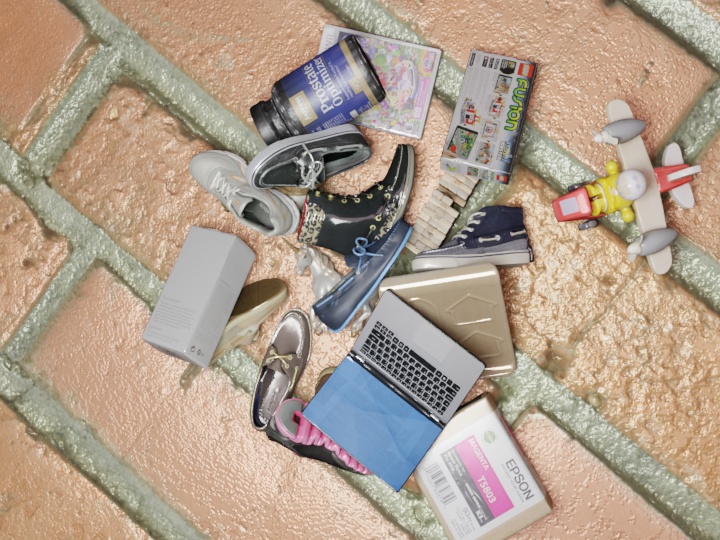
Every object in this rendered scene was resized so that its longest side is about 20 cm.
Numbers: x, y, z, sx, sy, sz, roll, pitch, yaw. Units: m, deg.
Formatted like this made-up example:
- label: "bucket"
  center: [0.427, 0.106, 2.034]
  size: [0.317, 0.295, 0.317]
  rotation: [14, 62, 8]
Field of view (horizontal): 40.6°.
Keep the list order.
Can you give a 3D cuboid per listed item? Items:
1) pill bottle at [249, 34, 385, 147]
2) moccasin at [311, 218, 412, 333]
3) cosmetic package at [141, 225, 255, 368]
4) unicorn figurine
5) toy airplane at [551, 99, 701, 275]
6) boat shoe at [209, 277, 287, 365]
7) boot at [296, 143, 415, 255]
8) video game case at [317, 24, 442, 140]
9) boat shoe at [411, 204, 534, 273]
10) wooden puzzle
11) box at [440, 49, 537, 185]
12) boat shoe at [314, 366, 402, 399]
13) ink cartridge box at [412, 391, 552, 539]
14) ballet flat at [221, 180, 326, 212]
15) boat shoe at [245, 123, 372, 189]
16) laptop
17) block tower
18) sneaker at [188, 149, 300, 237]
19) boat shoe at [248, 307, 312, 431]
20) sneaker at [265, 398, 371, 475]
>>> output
- label: "pill bottle"
  center: [-0.068, -0.266, 1.511]
  size: [0.198, 0.112, 0.113]
  rotation: [-30, 85, 8]
- label: "moccasin"
  center: [0.000, 0.000, 1.467]
  size: [0.068, 0.080, 0.201]
  rotation: [37, 92, 0]
- label: "cosmetic package"
  center: [-0.253, 0.040, 1.536]
  size: [0.100, 0.074, 0.203]
  rotation: [14, 72, 32]
- label: "unicorn figurine"
  center: [-0.039, 0.035, 1.547]
  size: [0.195, 0.074, 0.141]
  rotation: [8, 82, -5]
- label: "toy airplane"
  center: [0.406, -0.122, 1.432]
  size: [0.198, 0.141, 0.202]
  rotation: [30, 94, 9]
- label: "boat shoe"
  center: [-0.194, 0.085, 1.574]
  size: [0.198, 0.073, 0.065]
  rotation: [-34, 124, 7]
- label: "boot"
  center: [-0.005, -0.113, 1.517]
  size: [0.151, 0.073, 0.208]
  rotation: [16, 96, -9]
- label: "video game case"
  center: [0.020, -0.302, 1.562]
  size: [0.196, 0.018, 0.146]
  rotation: [14, 92, 10]
- label: "boat shoe"
  center: [0.167, -0.048, 1.488]
  size: [0.196, 0.075, 0.095]
  rotation: [-4, 83, -19]
- label: "wooden puzzle"
  center: [0.135, 0.081, 1.493]
  size: [0.181, 0.047, 0.203]
  rotation: [-9, 122, 11]
- label: "box"
  center: [0.196, -0.236, 1.483]
  size: [0.108, 0.035, 0.203]
  rotation: [14, 68, 9]
- label: "boat shoe"
  center: [0.023, 0.197, 1.519]
  size: [0.196, 0.068, 0.073]
  rotation: [2, 117, 12]
- label: "ink cartridge box"
  center: [0.177, 0.316, 1.499]
  size: [0.163, 0.075, 0.202]
  rotation: [-32, 83, 9]
- label: "ballet flat"
  center: [-0.138, -0.122, 1.564]
  size: [0.196, 0.068, 0.074]
  rotation: [-4, 96, 12]
- label: "boat shoe"
  center: [-0.076, -0.159, 1.477]
  size: [0.196, 0.074, 0.068]
  rotation: [-18, 51, -22]
- label: "laptop"
  center: [0.048, 0.174, 1.428]
  size: [0.186, 0.116, 0.202]
  rotation: [36, 122, 10]
- label: "block tower"
  center: [0.139, -0.112, 1.521]
  size: [0.053, 0.058, 0.202]
  rotation: [31, 93, 8]
- label: "sneaker"
  center: [-0.187, -0.120, 1.500]
  size: [0.198, 0.092, 0.077]
  rotation: [32, 108, 8]
- label: "boat shoe"
  center: [-0.129, 0.160, 1.559]
  size: [0.071, 0.059, 0.204]
  rotation: [19, 92, 9]
- label: "sneaker"
  center: [-0.063, 0.270, 1.531]
  size: [0.198, 0.080, 0.095]
  rotation: [30, 137, -19]
